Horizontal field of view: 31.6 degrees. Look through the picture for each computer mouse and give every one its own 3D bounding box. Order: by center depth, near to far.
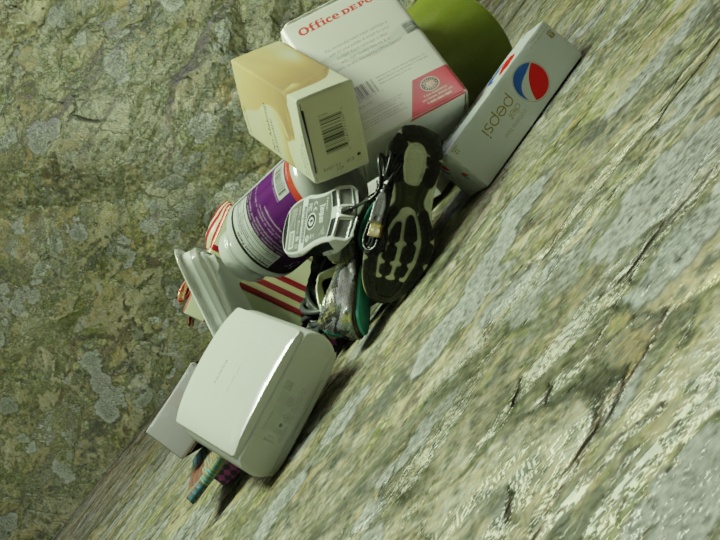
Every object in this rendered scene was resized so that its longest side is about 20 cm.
[{"bbox_3d":[-0.019,-0.058,1.400,0.199,0.044,0.111,-15,65,54],"label":"computer mouse"}]

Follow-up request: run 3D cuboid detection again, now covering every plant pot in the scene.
[{"bbox_3d":[0.070,-0.234,1.642,0.200,0.187,0.187,-39,-1,-32],"label":"plant pot"}]

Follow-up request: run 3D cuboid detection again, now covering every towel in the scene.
[{"bbox_3d":[-0.147,0.178,1.543,0.200,0.022,0.147,-53,8,4],"label":"towel"}]

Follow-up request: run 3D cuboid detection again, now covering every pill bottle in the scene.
[{"bbox_3d":[-0.088,-0.067,1.556,0.200,0.112,0.113,-38,14,39],"label":"pill bottle"}]

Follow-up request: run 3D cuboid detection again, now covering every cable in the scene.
[{"bbox_3d":[0.000,0.000,1.536,0.162,0.051,0.201,-5,49,44],"label":"cable"}]

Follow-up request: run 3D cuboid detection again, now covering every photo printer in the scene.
[{"bbox_3d":[-0.125,0.129,1.425,0.200,0.069,0.167,15,75,59],"label":"photo printer"}]

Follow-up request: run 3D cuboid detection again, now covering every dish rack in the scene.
[{"bbox_3d":[-0.165,0.046,1.622,0.043,0.172,0.200,-28,-7,2],"label":"dish rack"}]

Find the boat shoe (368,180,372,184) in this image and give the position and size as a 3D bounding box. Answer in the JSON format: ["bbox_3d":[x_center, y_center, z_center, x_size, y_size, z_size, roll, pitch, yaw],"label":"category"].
[{"bbox_3d":[0.021,-0.135,1.843,0.066,0.072,0.200,-52,-33,-9],"label":"boat shoe"}]

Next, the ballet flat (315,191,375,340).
[{"bbox_3d":[-0.014,-0.009,1.449,0.072,0.072,0.201,-44,27,48],"label":"ballet flat"}]

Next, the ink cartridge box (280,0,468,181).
[{"bbox_3d":[0.016,-0.229,1.511,0.146,0.201,0.083,-28,-27,-10],"label":"ink cartridge box"}]

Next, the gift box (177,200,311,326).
[{"bbox_3d":[-0.153,0.020,1.822,0.200,0.186,0.186,117,177,-84],"label":"gift box"}]

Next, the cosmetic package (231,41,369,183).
[{"bbox_3d":[-0.072,-0.183,1.445,0.071,0.106,0.200,-23,28,-18],"label":"cosmetic package"}]

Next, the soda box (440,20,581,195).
[{"bbox_3d":[0.167,-0.185,1.456,0.201,0.064,0.068,-54,8,-13],"label":"soda box"}]

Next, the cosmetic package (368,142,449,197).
[{"bbox_3d":[0.037,-0.098,1.720,0.199,0.051,0.083,-28,14,38],"label":"cosmetic package"}]

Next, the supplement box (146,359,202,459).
[{"bbox_3d":[-0.195,0.168,1.645,0.109,0.061,0.200,-56,-8,6],"label":"supplement box"}]

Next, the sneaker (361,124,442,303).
[{"bbox_3d":[0.044,-0.058,1.429,0.089,0.076,0.202,143,142,-78],"label":"sneaker"}]

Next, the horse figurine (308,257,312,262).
[{"bbox_3d":[-0.029,-0.035,1.653,0.133,0.200,0.050,-48,-29,9],"label":"horse figurine"}]

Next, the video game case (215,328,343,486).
[{"bbox_3d":[-0.100,0.155,1.579,0.200,0.036,0.182,-45,11,44],"label":"video game case"}]
